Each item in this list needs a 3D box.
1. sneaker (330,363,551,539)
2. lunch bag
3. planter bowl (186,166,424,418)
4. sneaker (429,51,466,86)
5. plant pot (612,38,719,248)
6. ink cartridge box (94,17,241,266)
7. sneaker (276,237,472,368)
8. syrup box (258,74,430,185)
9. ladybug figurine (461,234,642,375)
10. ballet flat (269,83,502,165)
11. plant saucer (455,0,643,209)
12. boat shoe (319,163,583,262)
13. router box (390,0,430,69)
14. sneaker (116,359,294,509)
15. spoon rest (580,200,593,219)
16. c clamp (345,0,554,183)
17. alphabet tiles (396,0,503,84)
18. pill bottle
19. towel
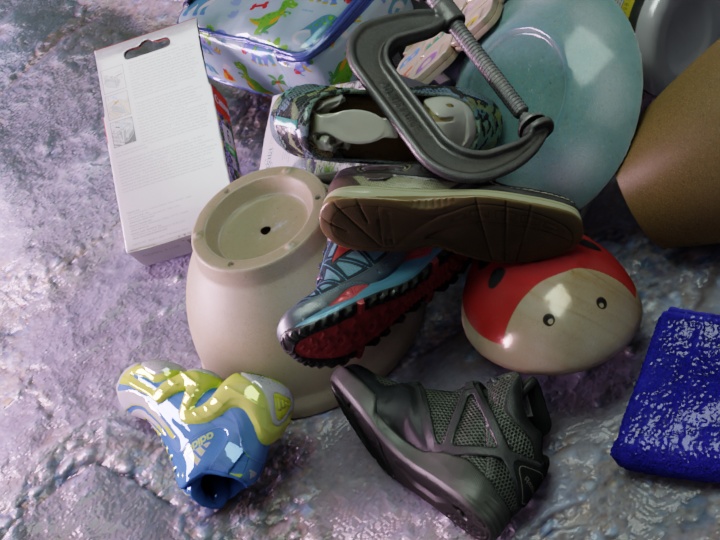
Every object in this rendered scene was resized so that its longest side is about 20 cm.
[{"bbox_3d":[0.068,0.113,1.594,0.114,0.077,0.199,-41,46,-19],"label":"sneaker"},{"bbox_3d":[-0.060,-0.239,1.939,0.199,0.083,0.161,20,59,42],"label":"lunch bag"},{"bbox_3d":[-0.061,0.001,1.729,0.198,0.135,0.201,-14,41,13],"label":"planter bowl"},{"bbox_3d":[0.058,-0.140,1.864,0.198,0.075,0.085,-16,36,26],"label":"sneaker"},{"bbox_3d":[0.302,-0.103,1.636,0.199,0.186,0.187,-27,38,23],"label":"plant pot"},{"bbox_3d":[-0.171,-0.116,1.905,0.108,0.050,0.202,-16,71,11],"label":"ink cartridge box"},{"bbox_3d":[0.000,0.000,1.637,0.199,0.080,0.095,-33,63,-32],"label":"sneaker"},{"bbox_3d":[0.000,-0.106,1.757,0.199,0.081,0.080,-3,73,58],"label":"syrup box"},{"bbox_3d":[0.142,0.015,1.628,0.135,0.073,0.200,-20,23,-10],"label":"ladybug figurine"},{"bbox_3d":[0.030,-0.107,1.620,0.198,0.075,0.074,-3,35,-22],"label":"ballet flat"},{"bbox_3d":[0.136,-0.139,1.688,0.200,0.038,0.203,-12,73,43],"label":"plant saucer"},{"bbox_3d":[0.070,-0.053,1.588,0.198,0.074,0.065,5,48,3],"label":"boat shoe"},{"bbox_3d":[0.033,-0.263,2.018,0.156,0.052,0.200,18,57,39],"label":"router box"},{"bbox_3d":[-0.140,0.131,1.679,0.199,0.075,0.106,-3,64,50],"label":"sneaker"},{"bbox_3d":[0.138,-0.122,1.758,0.060,0.100,0.201,-19,58,-14],"label":"spoon rest"},{"bbox_3d":[0.080,-0.150,1.614,0.169,0.027,0.201,-12,56,-28],"label":"c clamp"},{"bbox_3d":[0.095,-0.231,1.799,0.195,0.015,0.201,-40,16,31],"label":"alphabet tiles"},{"bbox_3d":[0.207,-0.225,1.844,0.199,0.113,0.113,21,58,40],"label":"pill bottle"},{"bbox_3d":[0.291,0.089,1.522,0.198,0.050,0.148,3,48,29],"label":"towel"}]
